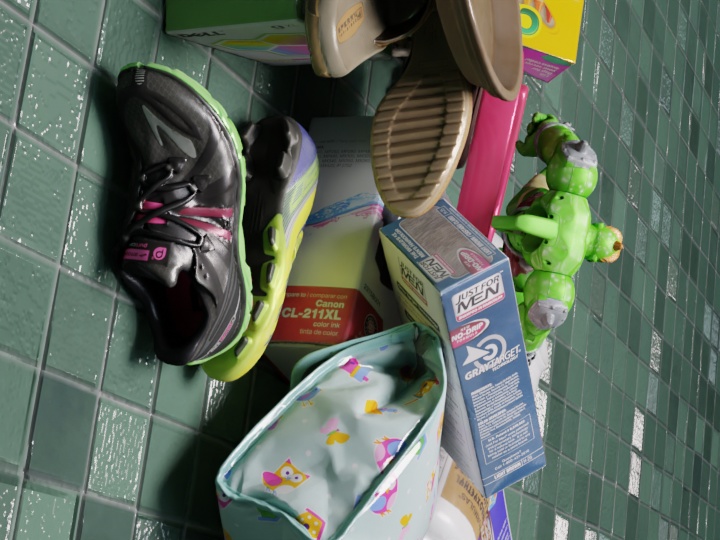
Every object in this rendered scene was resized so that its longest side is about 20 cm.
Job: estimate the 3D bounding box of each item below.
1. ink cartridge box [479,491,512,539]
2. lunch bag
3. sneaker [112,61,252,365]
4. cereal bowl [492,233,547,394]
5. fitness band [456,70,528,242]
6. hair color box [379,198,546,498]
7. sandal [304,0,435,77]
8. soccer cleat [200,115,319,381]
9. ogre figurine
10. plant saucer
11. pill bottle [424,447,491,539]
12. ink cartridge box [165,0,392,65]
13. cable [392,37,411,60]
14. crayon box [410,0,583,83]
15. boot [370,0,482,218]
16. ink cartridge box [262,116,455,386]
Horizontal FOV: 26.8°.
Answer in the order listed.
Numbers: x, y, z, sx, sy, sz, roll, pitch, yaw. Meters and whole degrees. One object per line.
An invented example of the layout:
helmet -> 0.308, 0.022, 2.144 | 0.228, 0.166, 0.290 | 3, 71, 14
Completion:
ink cartridge box -> 0.098, 0.301, 1.439 | 0.198, 0.043, 0.202 | -49, 132, -54
lunch bag -> -0.005, 0.150, 1.074 | 0.200, 0.121, 0.172 | -50, 151, -34
sneaker -> -0.115, -0.032, 0.949 | 0.084, 0.076, 0.203 | -44, 127, -57
cereal bowl -> 0.121, 0.050, 1.378 | 0.200, 0.082, 0.203 | -13, 90, -77
fitness band -> 0.103, -0.086, 1.233 | 0.144, 0.037, 0.203 | -61, 163, -65
hair color box -> 0.078, 0.059, 1.121 | 0.060, 0.100, 0.202 | -26, 127, -14
sandal -> 0.021, -0.191, 1.015 | 0.201, 0.053, 0.081 | -56, 139, -49
soccer cleat -> -0.065, -0.011, 1.067 | 0.084, 0.064, 0.203 | 50, 47, -57
ogre figurine -> 0.143, -0.024, 1.182 | 0.202, 0.097, 0.120 | -60, -171, -6
plant saucer -> 0.079, -0.217, 1.060 | 0.200, 0.029, 0.203 | -9, 90, -72
pill bottle -> 0.047, 0.196, 1.250 | 0.201, 0.113, 0.115 | -65, 145, -40
ink cartridge box -> -0.064, -0.184, 1.018 | 0.199, 0.103, 0.060 | 5, 85, -65
cable -> 0.111, -0.197, 1.347 | 0.197, 0.050, 0.098 | -11, 118, -19
crayon box -> 0.093, -0.272, 1.263 | 0.058, 0.198, 0.175 | 145, -43, -65
boot -> 0.065, -0.110, 1.144 | 0.167, 0.071, 0.203 | 55, 41, -65
ink cartridge box -> 0.000, 0.000, 1.181 | 0.146, 0.082, 0.202 | 52, 45, -52
